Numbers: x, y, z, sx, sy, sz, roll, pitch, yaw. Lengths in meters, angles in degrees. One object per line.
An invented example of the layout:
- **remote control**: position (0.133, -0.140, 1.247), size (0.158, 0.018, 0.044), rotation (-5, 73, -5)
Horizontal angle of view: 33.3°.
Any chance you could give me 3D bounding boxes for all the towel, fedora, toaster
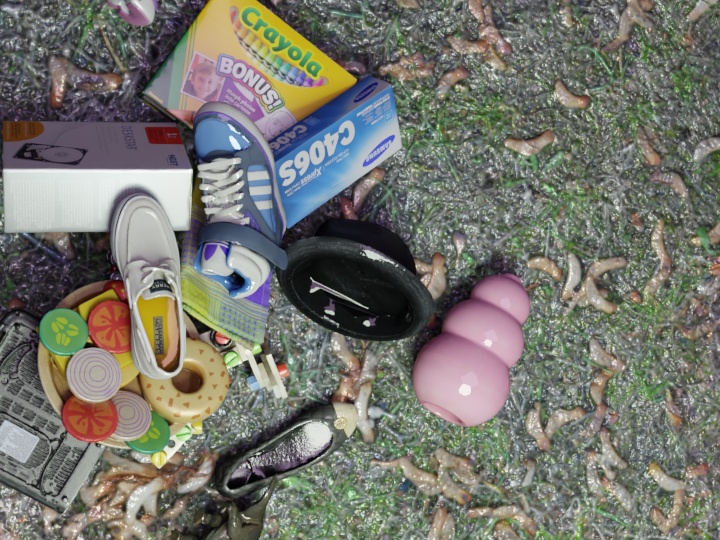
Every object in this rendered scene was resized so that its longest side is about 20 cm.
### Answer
- **towel**: position (-0.150, -0.023, 1.400), size (0.144, 0.023, 0.200), rotation (36, 50, -41)
- **fedora**: position (0.000, 0.000, 1.467), size (0.200, 0.201, 0.092), rotation (29, 51, -15)
- **toaster**: position (-0.374, 0.150, 1.361), size (0.200, 0.119, 0.181), rotation (32, 82, -15)

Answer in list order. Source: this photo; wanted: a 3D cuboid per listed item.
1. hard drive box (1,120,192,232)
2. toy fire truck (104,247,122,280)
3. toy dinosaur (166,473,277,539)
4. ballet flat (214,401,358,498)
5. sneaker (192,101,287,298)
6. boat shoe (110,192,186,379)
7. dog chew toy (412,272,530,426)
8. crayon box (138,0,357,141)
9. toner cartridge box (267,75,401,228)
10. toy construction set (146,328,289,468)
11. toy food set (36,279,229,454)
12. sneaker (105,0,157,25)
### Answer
- **hard drive box**: position (-0.298, -0.107, 1.349), size (0.200, 0.156, 0.077), rotation (-1, 117, -17)
- **toy fire truck**: position (-0.231, 0.004, 1.435), size (0.141, 0.049, 0.200), rotation (1, 92, -18)
- **toy dinosaur**: position (-0.164, 0.324, 1.449), size (0.200, 0.077, 0.102), rotation (-58, 142, -9)
- **ballet flat**: position (-0.086, 0.225, 1.480), size (0.200, 0.057, 0.067), rotation (-29, 99, -14)
- **sneaker**: position (-0.144, -0.066, 1.313), size (0.081, 0.147, 0.200), rotation (-4, 128, 21)
- **boat shoe**: position (-0.217, 0.017, 1.268), size (0.071, 0.070, 0.200), rotation (-5, 91, -26)
- **dog chew toy**: position (0.149, 0.094, 1.517), size (0.124, 0.125, 0.200), rotation (34, 74, -15)
- **crayon box**: position (-0.135, -0.220, 1.450), size (0.200, 0.058, 0.173), rotation (36, 82, -15)
- **toner cartridge box**: position (-0.038, -0.144, 1.441), size (0.200, 0.043, 0.095), rotation (-38, 137, -28)
- **toy construction set**: position (-0.179, 0.136, 1.425), size (0.200, 0.092, 0.131), rotation (-23, 95, -20)
- **toy food set**: position (-0.256, 0.103, 1.316), size (0.198, 0.049, 0.200), rotation (-31, 87, -36)
- **sneaker**: position (-0.300, -0.379, 1.393), size (0.200, 0.080, 0.089), rotation (41, 74, -18)
